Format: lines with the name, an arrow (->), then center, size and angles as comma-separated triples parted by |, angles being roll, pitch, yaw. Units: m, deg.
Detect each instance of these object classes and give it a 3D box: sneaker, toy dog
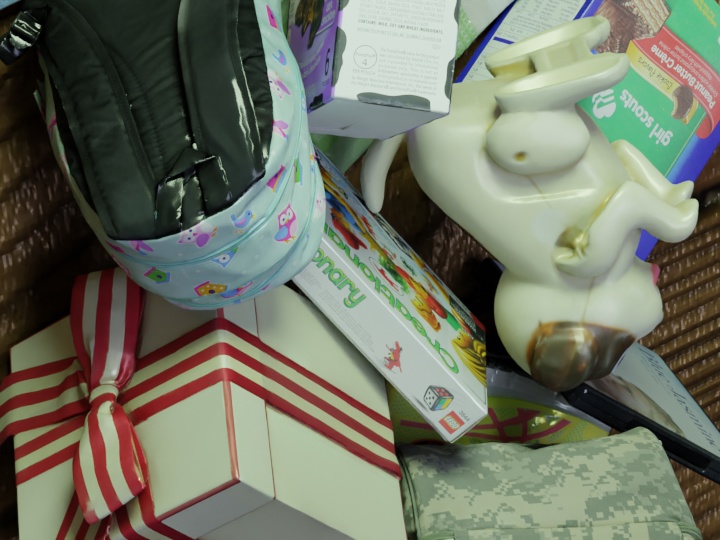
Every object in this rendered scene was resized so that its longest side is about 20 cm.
sneaker -> 0.082, 0.097, 1.789 | 0.200, 0.078, 0.090 | 17, 102, -36
toy dog -> 0.114, -0.026, 1.625 | 0.194, 0.140, 0.200 | -22, 106, -4

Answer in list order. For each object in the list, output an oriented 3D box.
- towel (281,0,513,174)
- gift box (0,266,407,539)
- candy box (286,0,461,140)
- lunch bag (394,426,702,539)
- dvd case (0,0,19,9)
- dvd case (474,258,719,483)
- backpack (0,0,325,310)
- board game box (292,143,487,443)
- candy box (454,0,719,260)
towel -> 0.018, -0.169, 1.664 | 0.200, 0.031, 0.149 | -47, 128, -17
gift box -> -0.105, 0.115, 1.536 | 0.200, 0.185, 0.187 | -31, 139, 23
candy box -> 0.009, -0.183, 1.525 | 0.071, 0.168, 0.201 | 6, 86, -12
lunch bag -> 0.108, 0.176, 1.642 | 0.199, 0.168, 0.139 | -1, 145, -14
dvd case -> -0.156, -0.243, 1.500 | 0.200, 0.018, 0.143 | -30, 122, -28
dvd case -> 0.172, 0.072, 1.795 | 0.200, 0.143, 0.018 | 29, 108, -42
backpack -> -0.093, -0.081, 1.463 | 0.167, 0.200, 0.127 | -25, 145, 12
board game box -> 0.000, 0.000, 1.602 | 0.035, 0.126, 0.200 | -39, 107, 16
candy box -> 0.155, -0.109, 1.767 | 0.169, 0.077, 0.200 | 41, 79, -39
